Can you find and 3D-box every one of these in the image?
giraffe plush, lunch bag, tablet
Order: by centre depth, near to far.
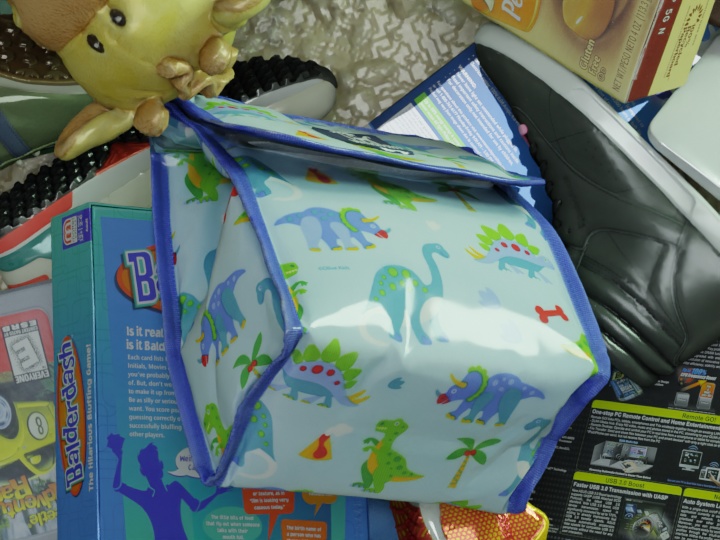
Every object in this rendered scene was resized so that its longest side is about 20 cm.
[{"bbox_3d":[-0.113,-0.137,1.349,0.199,0.162,0.173,12,129,-14],"label":"giraffe plush"},{"bbox_3d":[0.000,0.000,1.351,0.169,0.200,0.128,10,129,-27],"label":"lunch bag"},{"bbox_3d":[0.225,-0.075,1.440,0.130,0.200,0.014,39,132,2],"label":"tablet"}]

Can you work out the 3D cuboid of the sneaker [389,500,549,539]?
[{"bbox_3d":[0.042,0.075,1.440,0.077,0.073,0.200,-6,47,-13],"label":"sneaker"}]

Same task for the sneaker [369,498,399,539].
[{"bbox_3d":[-0.065,0.112,1.483,0.199,0.066,0.079,22,90,1],"label":"sneaker"}]

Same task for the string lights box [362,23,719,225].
[{"bbox_3d":[0.093,-0.078,1.489,0.200,0.059,0.103,-37,88,0],"label":"string lights box"}]

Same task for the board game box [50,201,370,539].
[{"bbox_3d":[-0.070,0.074,1.399,0.152,0.045,0.201,5,78,-32],"label":"board game box"}]

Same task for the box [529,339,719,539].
[{"bbox_3d":[0.142,0.095,1.424,0.199,0.044,0.161,6,73,36],"label":"box"}]

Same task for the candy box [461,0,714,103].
[{"bbox_3d":[0.083,-0.179,1.403,0.200,0.055,0.116,35,123,28],"label":"candy box"}]

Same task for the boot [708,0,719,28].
[{"bbox_3d":[0.221,-0.190,1.466,0.166,0.072,0.200,29,62,-2],"label":"boot"}]

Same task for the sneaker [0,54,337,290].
[{"bbox_3d":[-0.091,-0.032,1.495,0.199,0.070,0.094,-29,111,-2],"label":"sneaker"}]

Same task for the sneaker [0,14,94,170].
[{"bbox_3d":[-0.201,-0.072,1.453,0.199,0.067,0.090,-2,124,-17],"label":"sneaker"}]

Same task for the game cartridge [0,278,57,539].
[{"bbox_3d":[-0.176,0.077,1.464,0.199,0.041,0.134,-14,96,23],"label":"game cartridge"}]

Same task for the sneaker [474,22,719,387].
[{"bbox_3d":[0.101,-0.028,1.410,0.099,0.071,0.200,-45,71,6],"label":"sneaker"}]

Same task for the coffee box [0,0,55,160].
[{"bbox_3d":[-0.223,-0.148,1.504,0.122,0.044,0.201,-13,89,0],"label":"coffee box"}]
